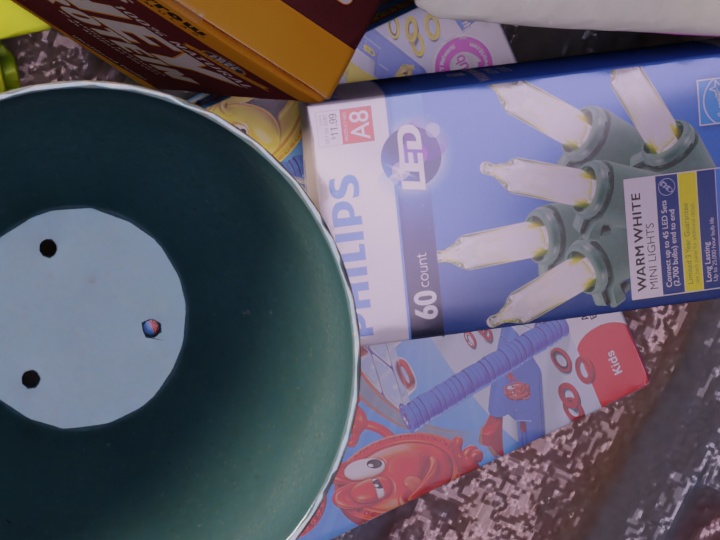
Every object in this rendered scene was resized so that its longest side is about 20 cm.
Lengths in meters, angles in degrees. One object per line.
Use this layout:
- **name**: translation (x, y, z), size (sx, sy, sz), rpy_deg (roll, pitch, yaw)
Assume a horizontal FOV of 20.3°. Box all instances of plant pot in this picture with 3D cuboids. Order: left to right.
- **plant pot**: translation (-0.109, 0.027, 0.781), size (0.198, 0.135, 0.202), rpy_deg (-1, 96, -10)

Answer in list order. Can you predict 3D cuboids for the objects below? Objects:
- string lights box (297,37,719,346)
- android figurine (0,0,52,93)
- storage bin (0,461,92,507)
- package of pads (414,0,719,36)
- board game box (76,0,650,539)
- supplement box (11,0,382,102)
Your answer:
- **string lights box**: translation (0.077, -0.034, 0.837), size (0.198, 0.059, 0.104), rpy_deg (-8, 102, -6)
- **android figurine**: translation (-0.202, -0.150, 0.846), size (0.198, 0.041, 0.184), rpy_deg (-13, 102, -6)
- **storage bin**: translation (-0.214, 0.121, 0.867), size (0.199, 0.094, 0.136), rpy_deg (22, 97, -12)
- **package of pads**: translation (0.112, -0.147, 0.832), size (0.198, 0.155, 0.069), rpy_deg (3, 112, -6)
- **board game box**: translation (0.000, 0.000, 0.892), size (0.195, 0.056, 0.201), rpy_deg (-26, 102, -3)
- **supplement box**: translation (-0.055, -0.184, 0.752), size (0.132, 0.197, 0.201), rpy_deg (31, 83, -24)
